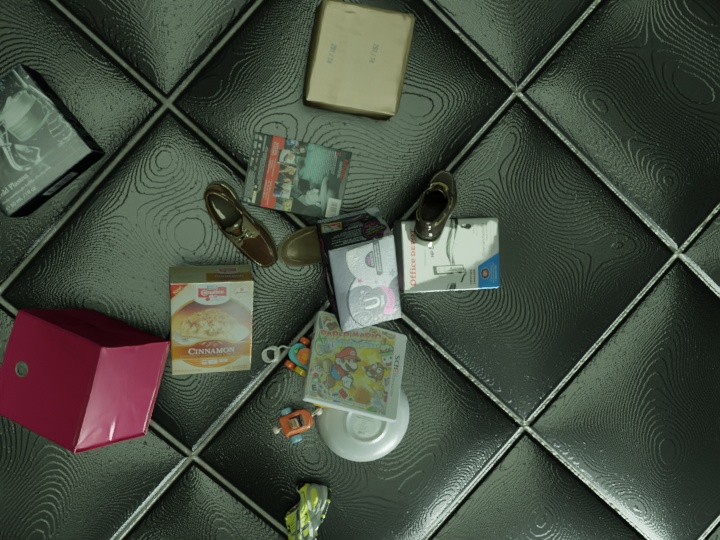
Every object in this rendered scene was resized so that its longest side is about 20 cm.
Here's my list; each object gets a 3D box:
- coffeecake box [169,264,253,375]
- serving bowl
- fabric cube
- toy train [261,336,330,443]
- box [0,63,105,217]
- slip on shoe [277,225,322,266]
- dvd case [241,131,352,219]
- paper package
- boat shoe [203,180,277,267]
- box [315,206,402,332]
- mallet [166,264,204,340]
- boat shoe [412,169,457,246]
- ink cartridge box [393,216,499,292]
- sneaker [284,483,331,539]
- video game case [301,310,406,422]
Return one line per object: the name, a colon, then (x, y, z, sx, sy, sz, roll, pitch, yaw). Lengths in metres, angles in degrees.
coffeecake box: (-0.287, 0.093, 1.511, 0.153, 0.073, 0.201, -2, 118, -15)
serving bowl: (0.007, 0.302, 1.618, 0.199, 0.066, 0.201, -1, 97, -7)
fabric cube: (-0.504, 0.192, 1.434, 0.199, 0.200, 0.197, 19, 95, 22)
toy train: (-0.122, 0.231, 1.563, 0.150, 0.056, 0.201, -17, 77, -5)
box: (-0.619, -0.234, 1.450, 0.200, 0.124, 0.197, -39, 97, -2)
slip on shoe: (-0.067, -0.054, 1.572, 0.199, 0.061, 0.076, -10, 97, -7)
dvd case: (-0.127, -0.185, 1.571, 0.199, 0.022, 0.146, 10, 95, -7)
paper package: (-0.007, -0.405, 1.523, 0.190, 0.103, 0.201, 9, 95, -7)
boat shoe: (-0.238, -0.082, 1.532, 0.076, 0.072, 0.200, -38, 102, 13)
box: (0.000, 0.000, 1.518, 0.132, 0.115, 0.200, -14, 127, -8)
mallet: (-0.352, 0.082, 1.545, 0.041, 0.066, 0.200, 26, 93, 2)
boat shoe: (0.149, -0.134, 1.538, 0.072, 0.200, 0.060, 16, 139, 10)
ink cartridge box: (0.172, -0.033, 1.595, 0.199, 0.084, 0.147, -4, 96, -8)
sneaker: (-0.125, 0.533, 1.627, 0.076, 0.075, 0.201, 20, 83, -2)
video game case: (-0.008, 0.191, 1.569, 0.199, 0.023, 0.183, 17, 65, -19)
